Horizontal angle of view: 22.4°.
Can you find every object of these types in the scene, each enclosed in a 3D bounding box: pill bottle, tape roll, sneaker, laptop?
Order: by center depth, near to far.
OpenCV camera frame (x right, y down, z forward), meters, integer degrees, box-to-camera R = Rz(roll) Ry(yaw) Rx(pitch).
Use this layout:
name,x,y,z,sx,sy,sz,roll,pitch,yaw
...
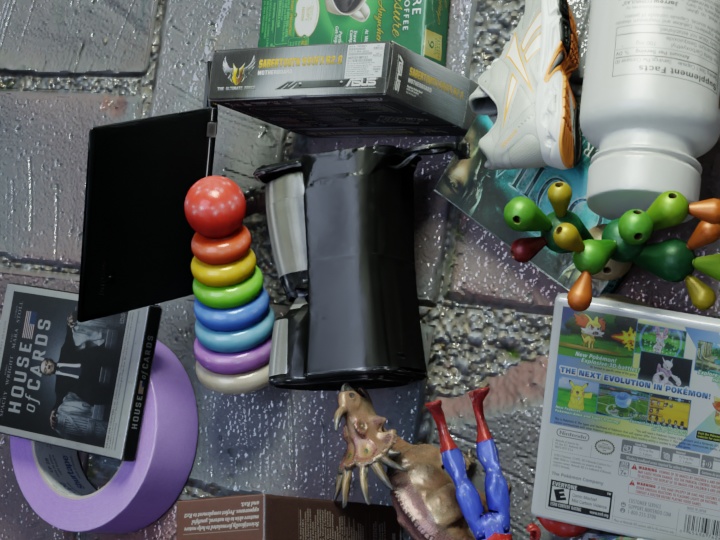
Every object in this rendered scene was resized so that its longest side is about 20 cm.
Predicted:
name,x,y,z,sx,sy,sz,roll,pitch,yaw
pill bottle,0.234,-0.144,1.460,0.113,0.114,0.202,-4,70,35
sneaker,0.136,-0.172,1.544,0.091,0.076,0.202,-8,56,18
laptop,-0.196,-0.077,1.680,0.200,0.115,0.189,-103,19,-63
tape roll,-0.256,0.159,1.808,0.199,0.065,0.202,-7,78,34

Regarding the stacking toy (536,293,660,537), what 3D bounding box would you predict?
name,x,y,z,sx,sy,sz,roll,pitch,yaw
stacking toy,0.197,0.125,1.487,0.085,0.085,0.202,28,106,35

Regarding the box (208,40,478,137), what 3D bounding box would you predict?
name,x,y,z,sx,sy,sz,roll,pitch,yaw
box,-0.011,-0.159,1.629,0.198,0.158,0.049,2,83,36

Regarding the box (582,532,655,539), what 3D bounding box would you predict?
name,x,y,z,sx,sy,sz,roll,pitch,yaw
box,0.209,0.272,1.379,0.137,0.040,0.199,-57,22,-20

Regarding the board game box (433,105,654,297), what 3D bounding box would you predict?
name,x,y,z,sx,sy,sz,roll,pitch,yaw
board game box,0.168,-0.073,1.565,0.200,0.028,0.136,39,104,34

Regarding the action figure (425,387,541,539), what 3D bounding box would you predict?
name,x,y,z,sx,sy,sz,roll,pitch,yaw
action figure,0.105,0.197,1.454,0.065,0.099,0.202,-14,85,-6

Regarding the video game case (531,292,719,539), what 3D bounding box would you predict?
name,x,y,z,sx,sy,sz,roll,pitch,yaw
video game case,0.239,0.123,1.420,0.198,0.022,0.184,10,104,19

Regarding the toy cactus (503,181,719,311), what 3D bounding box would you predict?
name,x,y,z,sx,sy,sz,roll,pitch,yaw
toy cactus,0.204,-0.011,1.424,0.198,0.165,0.103,3,82,-5

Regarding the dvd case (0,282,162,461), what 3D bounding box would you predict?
name,x,y,z,sx,sy,sz,roll,pitch,yaw
dvd case,-0.285,0.097,1.785,0.198,0.025,0.152,7,86,36

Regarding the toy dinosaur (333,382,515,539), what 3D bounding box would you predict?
name,x,y,z,sx,sy,sz,roll,pitch,yaw
toy dinosaur,0.051,0.192,1.536,0.200,0.135,0.086,43,106,32

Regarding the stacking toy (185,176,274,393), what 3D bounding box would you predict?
name,x,y,z,sx,sy,sz,roll,pitch,yaw
stacking toy,-0.122,0.009,1.655,0.085,0.085,0.202,18,129,36

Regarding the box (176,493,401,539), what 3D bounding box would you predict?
name,x,y,z,sx,sy,sz,roll,pitch,yaw
box,-0.059,0.235,1.567,0.099,0.199,0.076,-9,77,34

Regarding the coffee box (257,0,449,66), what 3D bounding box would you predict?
name,x,y,z,sx,sy,sz,roll,pitch,yaw
coffee box,-0.007,-0.244,1.711,0.198,0.044,0.124,-1,81,36

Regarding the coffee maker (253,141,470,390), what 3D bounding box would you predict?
name,x,y,z,sx,sy,sz,roll,pitch,yaw
coffee maker,0.000,0.000,1.592,0.191,0.134,0.202,-15,77,47
